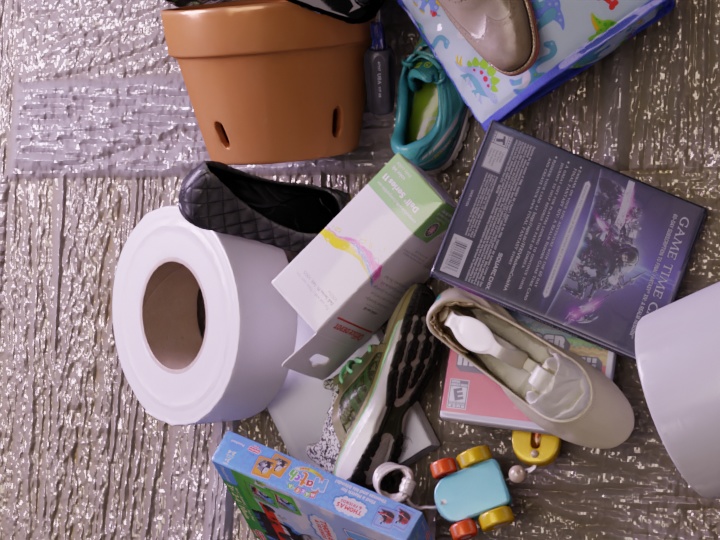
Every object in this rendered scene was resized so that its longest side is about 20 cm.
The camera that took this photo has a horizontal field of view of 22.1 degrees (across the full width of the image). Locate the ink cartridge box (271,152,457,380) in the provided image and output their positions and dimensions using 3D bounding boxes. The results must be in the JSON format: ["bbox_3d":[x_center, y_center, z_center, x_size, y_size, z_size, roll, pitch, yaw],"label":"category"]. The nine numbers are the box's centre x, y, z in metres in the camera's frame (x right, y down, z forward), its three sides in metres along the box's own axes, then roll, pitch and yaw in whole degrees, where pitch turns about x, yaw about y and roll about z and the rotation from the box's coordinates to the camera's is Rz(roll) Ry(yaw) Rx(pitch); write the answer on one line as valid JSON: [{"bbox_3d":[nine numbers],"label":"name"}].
[{"bbox_3d":[0.000,0.000,1.617,0.200,0.117,0.067,-45,70,6],"label":"ink cartridge box"}]

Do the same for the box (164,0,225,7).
[{"bbox_3d":[-0.126,-0.313,1.688,0.199,0.193,0.048,-24,71,23],"label":"box"}]

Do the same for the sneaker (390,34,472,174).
[{"bbox_3d":[0.075,-0.184,1.640,0.077,0.079,0.202,13,89,25],"label":"sneaker"}]

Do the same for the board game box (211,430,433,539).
[{"bbox_3d":[-0.023,0.223,1.614,0.198,0.152,0.037,19,62,26],"label":"board game box"}]

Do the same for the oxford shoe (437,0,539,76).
[{"bbox_3d":[0.075,-0.245,1.503,0.070,0.075,0.201,-36,80,27],"label":"oxford shoe"}]

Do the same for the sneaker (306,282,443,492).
[{"bbox_3d":[0.004,0.099,1.628,0.088,0.077,0.202,24,92,33],"label":"sneaker"}]

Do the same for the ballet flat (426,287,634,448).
[{"bbox_3d":[0.136,0.081,1.526,0.199,0.069,0.070,34,100,19],"label":"ballet flat"}]

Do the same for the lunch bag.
[{"bbox_3d":[0.143,-0.241,1.574,0.199,0.127,0.171,-34,85,10],"label":"lunch bag"}]

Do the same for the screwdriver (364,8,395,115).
[{"bbox_3d":[0.012,-0.232,1.593,0.029,0.028,0.202,7,114,33],"label":"screwdriver"}]

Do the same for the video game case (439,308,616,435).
[{"bbox_3d":[0.152,0.038,1.579,0.141,0.017,0.202,6,76,14],"label":"video game case"}]

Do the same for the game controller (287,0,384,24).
[{"bbox_3d":[-0.064,-0.282,1.548,0.198,0.042,0.105,20,95,3],"label":"game controller"}]

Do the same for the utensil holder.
[{"bbox_3d":[0.338,0.073,1.442,0.199,0.169,0.172,-24,75,25],"label":"utensil holder"}]

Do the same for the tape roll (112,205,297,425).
[{"bbox_3d":[-0.146,0.041,1.694,0.201,0.070,0.205,3,95,47],"label":"tape roll"}]

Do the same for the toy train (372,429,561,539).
[{"bbox_3d":[0.105,0.135,1.601,0.149,0.056,0.201,29,83,19],"label":"toy train"}]

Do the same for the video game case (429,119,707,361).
[{"bbox_3d":[0.175,-0.024,1.547,0.198,0.019,0.144,23,79,1],"label":"video game case"}]

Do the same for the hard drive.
[{"bbox_3d":[-0.027,0.105,1.693,0.131,0.027,0.201,-34,72,19],"label":"hard drive"}]

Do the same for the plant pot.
[{"bbox_3d":[-0.076,-0.174,1.664,0.198,0.200,0.142,1,102,26],"label":"plant pot"}]

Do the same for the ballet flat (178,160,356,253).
[{"bbox_3d":[-0.069,-0.056,1.641,0.057,0.198,0.067,-48,47,42],"label":"ballet flat"}]
